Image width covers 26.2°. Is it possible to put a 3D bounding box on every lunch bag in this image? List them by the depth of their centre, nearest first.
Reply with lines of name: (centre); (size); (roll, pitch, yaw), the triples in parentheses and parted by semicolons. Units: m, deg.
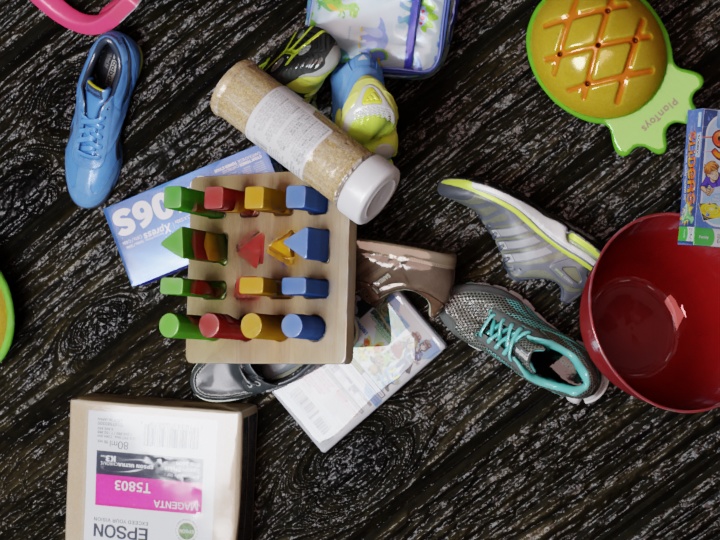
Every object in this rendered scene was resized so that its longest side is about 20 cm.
lunch bag: (0.029, -0.306, 1.637); (0.160, 0.082, 0.200); (10, 96, 8)

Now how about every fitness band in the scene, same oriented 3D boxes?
fitness band: (-0.303, -0.325, 1.659); (0.144, 0.200, 0.037); (43, 60, -18)

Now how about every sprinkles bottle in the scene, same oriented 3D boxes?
sprinkles bottle: (-0.056, -0.129, 1.533); (0.200, 0.068, 0.068); (38, 99, 16)

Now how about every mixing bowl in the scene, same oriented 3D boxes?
mixing bowl: (0.299, 0.050, 1.568); (0.200, 0.108, 0.201); (4, 78, -17)

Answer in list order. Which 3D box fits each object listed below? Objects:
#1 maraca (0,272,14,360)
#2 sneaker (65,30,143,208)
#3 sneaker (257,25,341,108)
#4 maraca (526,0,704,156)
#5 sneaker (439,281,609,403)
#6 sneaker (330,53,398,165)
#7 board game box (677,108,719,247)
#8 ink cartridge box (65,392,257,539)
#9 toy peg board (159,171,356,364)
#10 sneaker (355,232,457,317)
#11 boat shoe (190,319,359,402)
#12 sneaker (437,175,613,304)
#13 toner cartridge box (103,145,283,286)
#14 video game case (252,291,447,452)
maraca: (-0.459, 0.022, 1.724); (0.137, 0.107, 0.200); (-23, 88, 13)
sneaker: (-0.294, -0.167, 1.707); (0.066, 0.078, 0.200); (16, 97, 8)
sneaker: (-0.068, -0.195, 1.625); (0.076, 0.200, 0.075); (40, 63, -17)
maraca: (0.259, -0.209, 1.581); (0.137, 0.107, 0.200); (-44, 85, 11)
sneaker: (0.170, 0.073, 1.620); (0.200, 0.091, 0.078); (28, 97, 9)
sneaker: (0.001, -0.151, 1.621); (0.076, 0.200, 0.105); (0, 61, -12)
board game box: (0.417, -0.085, 1.545); (0.200, 0.034, 0.136); (3, 91, -18)
ink cartridge box: (-0.220, 0.225, 1.712); (0.200, 0.075, 0.165); (3, 92, 10)
toy peg board: (-0.114, -0.005, 1.584); (0.199, 0.098, 0.200); (-1, 85, 30)
sneaker: (0.000, 0.000, 1.637); (0.200, 0.070, 0.076); (10, 98, 16)
boat shoe: (-0.100, 0.094, 1.664); (0.199, 0.066, 0.075); (-16, 90, 12)
sneaker: (0.164, -0.035, 1.628); (0.200, 0.074, 0.081); (31, 101, 10)
toner cartridge box: (-0.174, -0.061, 1.705); (0.200, 0.043, 0.095); (-22, 89, 11)
video game case: (-0.036, 0.066, 1.695); (0.182, 0.022, 0.200); (-42, 84, 10)
